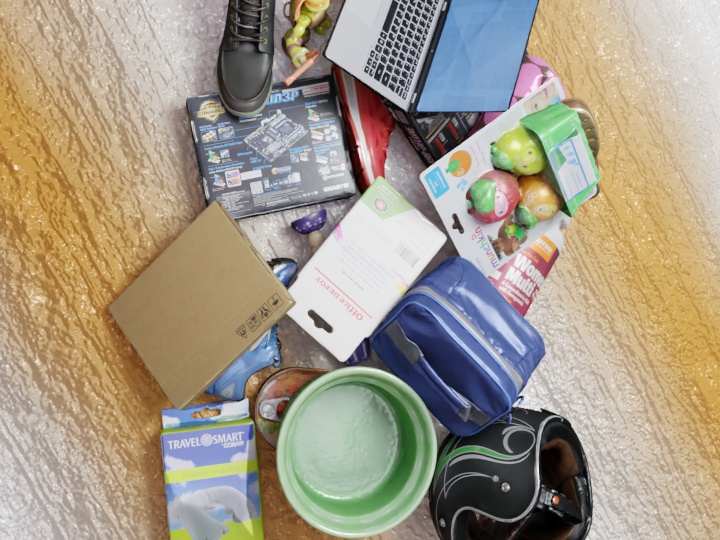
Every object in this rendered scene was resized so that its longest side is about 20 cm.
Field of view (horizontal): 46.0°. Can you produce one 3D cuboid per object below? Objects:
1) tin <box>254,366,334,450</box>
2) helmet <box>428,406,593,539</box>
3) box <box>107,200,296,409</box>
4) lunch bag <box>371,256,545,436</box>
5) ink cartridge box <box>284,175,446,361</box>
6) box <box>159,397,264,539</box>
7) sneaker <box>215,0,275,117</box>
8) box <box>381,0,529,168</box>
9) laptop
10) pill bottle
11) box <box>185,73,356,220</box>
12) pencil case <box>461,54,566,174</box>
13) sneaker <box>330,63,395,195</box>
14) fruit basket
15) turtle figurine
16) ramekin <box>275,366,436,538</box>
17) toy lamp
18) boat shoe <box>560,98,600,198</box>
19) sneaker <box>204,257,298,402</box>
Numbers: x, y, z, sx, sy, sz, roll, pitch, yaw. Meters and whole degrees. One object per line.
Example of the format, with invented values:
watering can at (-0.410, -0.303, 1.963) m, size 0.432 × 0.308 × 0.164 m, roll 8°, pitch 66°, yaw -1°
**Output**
tin at (-0.043, 0.187, 1.113) m, size 0.196 × 0.042 × 0.114 m, roll 6°, pitch 84°, yaw -13°
helmet at (0.180, 0.277, 1.081) m, size 0.199 × 0.189 × 0.204 m, roll 25°, pitch 56°, yaw -44°
box at (-0.197, 0.042, 1.032) m, size 0.200 × 0.021 × 0.164 m, roll -42°, pitch 76°, yaw 12°
lunch bag at (0.119, 0.104, 1.033) m, size 0.200 × 0.136 × 0.132 m, roll 45°, pitch 49°, yaw 3°
ink cartridge box at (0.000, 0.000, 1.050) m, size 0.117 × 0.067 × 0.201 m, roll 40°, pitch 87°, yaw -3°
box at (-0.187, 0.273, 1.075) m, size 0.120 × 0.048 × 0.204 m, roll -5°, pitch 91°, yaw -13°
sneaker at (-0.142, -0.298, 1.041) m, size 0.073 × 0.106 × 0.204 m, roll 3°, pitch 71°, yaw -5°
box at (0.139, -0.238, 1.116) m, size 0.201 × 0.050 × 0.158 m, roll -51°, pitch 133°, yaw -9°
laptop at (0.088, -0.295, 1.004) m, size 0.198 × 0.115 × 0.190 m, roll 29°, pitch 64°, yaw -22°
pill bottle at (0.203, -0.020, 1.132) m, size 0.109 × 0.109 × 0.202 m, roll 32°, pitch 83°, yaw -9°
box at (-0.115, -0.157, 1.099) m, size 0.196 × 0.046 × 0.162 m, roll -13°, pitch 91°, yaw -12°
pencil case at (0.191, -0.173, 1.098) m, size 0.093 × 0.091 × 0.202 m, roll 34°, pitch 88°, yaw -14°
sneaker at (0.036, -0.193, 1.118) m, size 0.113 × 0.078 × 0.204 m, roll -14°, pitch 93°, yaw -11°
fruit basket at (0.188, -0.100, 1.016) m, size 0.199 × 0.094 × 0.186 m, roll -38°, pitch 126°, yaw -8°
turtle figurine at (-0.067, -0.312, 1.053) m, size 0.063 × 0.161 × 0.203 m, roll 22°, pitch 84°, yaw -8°
ramekin at (-0.012, 0.217, 1.051) m, size 0.196 × 0.098 × 0.204 m, roll 0°, pitch 89°, yaw -12°
toy lamp at (-0.036, 0.025, 1.108) m, size 0.057 × 0.058 × 0.203 m, roll -21°, pitch 91°, yaw -12°
boat shoe at (0.281, -0.168, 1.125) m, size 0.071 × 0.200 × 0.069 m, roll -4°, pitch 64°, yaw 17°
sneaker at (-0.132, 0.076, 1.084) m, size 0.088 × 0.079 × 0.202 m, roll 30°, pitch 91°, yaw -17°
